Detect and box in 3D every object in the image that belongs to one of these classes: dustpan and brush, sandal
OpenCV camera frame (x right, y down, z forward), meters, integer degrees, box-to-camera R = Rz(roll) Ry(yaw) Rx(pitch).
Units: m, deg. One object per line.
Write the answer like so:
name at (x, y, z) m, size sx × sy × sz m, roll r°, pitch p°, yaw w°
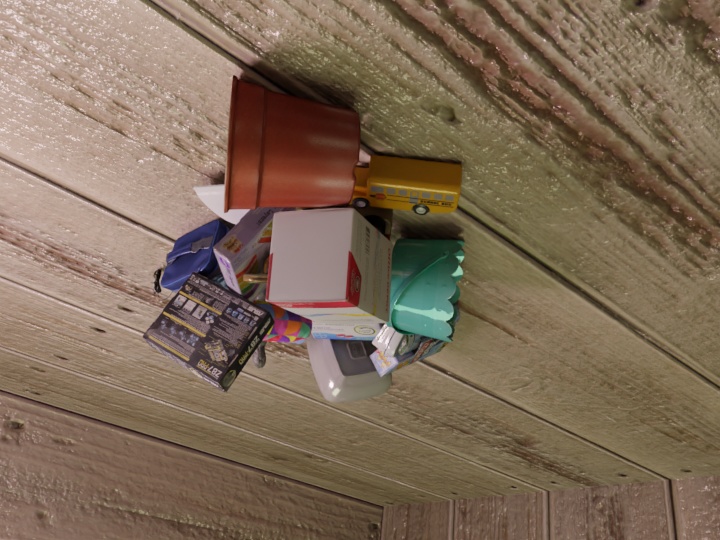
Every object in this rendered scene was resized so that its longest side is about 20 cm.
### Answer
dustpan and brush at (-0.220, -0.117, 1.305) m, size 0.137 × 0.058 × 0.201 m, roll -1°, pitch 143°, yaw 18°
sandal at (-0.137, -0.014, 1.256) m, size 0.198 × 0.055 × 0.080 m, roll -18°, pitch -173°, yaw -38°

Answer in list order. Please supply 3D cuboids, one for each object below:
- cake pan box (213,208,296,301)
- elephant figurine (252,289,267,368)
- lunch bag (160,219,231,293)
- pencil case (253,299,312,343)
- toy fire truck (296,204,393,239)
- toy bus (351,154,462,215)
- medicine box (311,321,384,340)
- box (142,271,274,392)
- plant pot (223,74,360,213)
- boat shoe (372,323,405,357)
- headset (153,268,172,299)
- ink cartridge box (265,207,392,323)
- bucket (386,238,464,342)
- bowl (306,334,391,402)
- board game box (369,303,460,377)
cake pan box at (-0.182, -0.050, 1.275) m, size 0.052 × 0.200 × 0.185 m, roll 34°, pitch 155°, yaw 16°
elephant figurine at (-0.225, 0.092, 1.509) m, size 0.154 × 0.203 × 0.140 m, roll 31°, pitch 144°, yaw -35°
lunch bag at (-0.329, -0.014, 1.413) m, size 0.198 × 0.138 × 0.132 m, roll -19°, pitch 137°, yaw 37°
pencil case at (-0.196, 0.105, 1.388) m, size 0.197 × 0.090 × 0.088 m, roll 10°, pitch 155°, yaw -38°
toy fire truck at (-0.027, -0.072, 1.279) m, size 0.172 × 0.130 × 0.202 m, roll 6°, pitch 141°, yaw 4°
toy bus at (0.071, -0.147, 1.151) m, size 0.196 × 0.066 × 0.079 m, roll 7°, pitch 151°, yaw 3°
medicine box at (-0.038, 0.072, 1.527) m, size 0.178 × 0.105 × 0.201 m, roll 0°, pitch 151°, yaw 13°
box at (-0.283, 0.109, 1.252) m, size 0.197 × 0.162 × 0.049 m, roll 23°, pitch 154°, yaw 25°
plant pot at (-0.106, -0.181, 1.028) m, size 0.191 × 0.204 × 0.202 m, roll 4°, pitch 152°, yaw -11°
boat shoe at (0.088, 0.089, 1.467) m, size 0.066 × 0.203 × 0.074 m, roll 27°, pitch -179°, yaw 12°
headset at (-0.395, 0.035, 1.612) m, size 0.196 × 0.095 × 0.124 m, roll -2°, pitch 149°, yaw -14°
ink cartridge box at (-0.043, 0.000, 1.102) m, size 0.142 × 0.148 × 0.200 m, roll -2°, pitch 165°, yaw 21°
bucket at (0.128, 0.034, 1.327) m, size 0.132 × 0.211 × 0.208 m, roll 7°, pitch 152°, yaw 12°
bowl at (-0.020, 0.211, 1.643) m, size 0.196 × 0.203 × 0.075 m, roll -5°, pitch 150°, yaw -28°
board game box at (0.128, 0.171, 1.598) m, size 0.197 × 0.062 × 0.201 m, roll -23°, pitch 160°, yaw -23°
